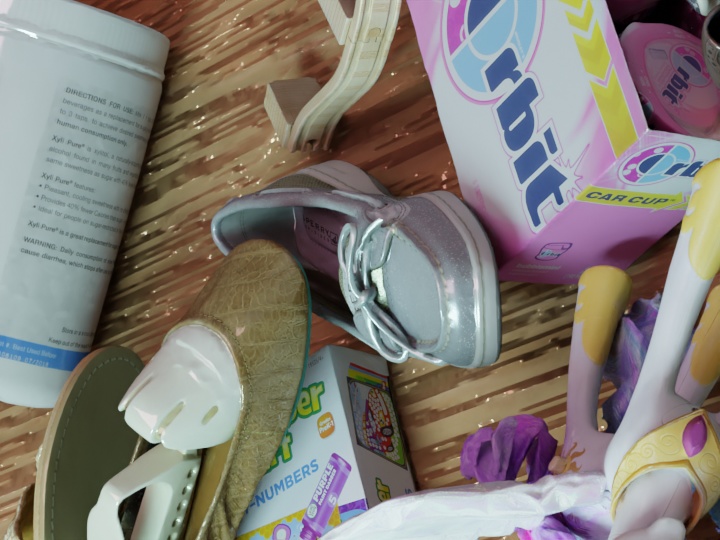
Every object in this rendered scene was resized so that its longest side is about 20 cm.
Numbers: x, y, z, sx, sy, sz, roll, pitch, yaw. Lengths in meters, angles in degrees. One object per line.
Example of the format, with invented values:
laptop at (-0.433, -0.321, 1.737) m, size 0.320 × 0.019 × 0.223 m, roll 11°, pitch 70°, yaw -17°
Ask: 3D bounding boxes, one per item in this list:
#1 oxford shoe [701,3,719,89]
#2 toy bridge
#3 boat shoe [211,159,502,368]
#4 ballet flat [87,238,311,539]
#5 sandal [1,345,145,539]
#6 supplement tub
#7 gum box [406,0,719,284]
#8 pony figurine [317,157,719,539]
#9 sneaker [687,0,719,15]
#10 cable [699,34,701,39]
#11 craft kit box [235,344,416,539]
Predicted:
oxford shoe at (0.219, -0.094, 0.763) m, size 0.200 × 0.073 × 0.071 m, roll -17°, pitch 67°, yaw 20°
toy bridge at (-0.005, -0.127, 0.963) m, size 0.200 × 0.027 × 0.067 m, roll 108°, pitch 148°, yaw -44°
boat shoe at (0.000, -0.002, 0.928) m, size 0.202 × 0.065 × 0.075 m, roll -146°, pitch 47°, yaw -60°
ballet flat at (-0.079, 0.080, 0.926) m, size 0.068 × 0.072 × 0.200 m, roll 38°, pitch 119°, yaw 30°
sandal at (-0.144, 0.142, 0.998) m, size 0.070 × 0.078 × 0.212 m, roll -6°, pitch 79°, yaw 36°
supplement tub at (-0.183, -0.040, 1.102) m, size 0.132 × 0.132 × 0.200 m, roll 16°, pitch 89°, yaw 44°
gum box at (0.083, -0.108, 0.898) m, size 0.114 × 0.066 × 0.200 m, roll -46°, pitch 51°, yaw 46°
pony figurine at (0.092, 0.082, 0.799) m, size 0.193 × 0.166 × 0.200 m, roll -47°, pitch 18°, yaw 59°
sneaker at (0.179, -0.170, 0.786) m, size 0.200 × 0.076 × 0.081 m, roll -33°, pitch 74°, yaw 47°
cable at (0.158, -0.142, 0.868) m, size 0.097 × 0.050 × 0.200 m, roll 31°, pitch 100°, yaw 44°
craft kit box at (-0.048, 0.165, 0.984) m, size 0.200 × 0.048 × 0.198 m, roll -34°, pitch 55°, yaw 32°
